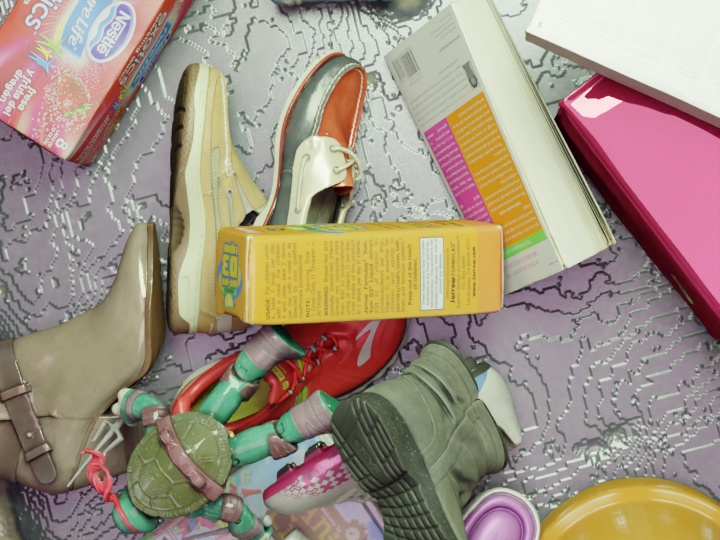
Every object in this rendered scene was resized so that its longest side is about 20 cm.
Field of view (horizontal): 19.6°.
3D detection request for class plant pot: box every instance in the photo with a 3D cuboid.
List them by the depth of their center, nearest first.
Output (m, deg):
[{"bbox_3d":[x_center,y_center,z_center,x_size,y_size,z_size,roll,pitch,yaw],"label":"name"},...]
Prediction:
[{"bbox_3d":[0.204,0.255,1.468,0.199,0.183,0.202,0,90,3],"label":"plant pot"}]

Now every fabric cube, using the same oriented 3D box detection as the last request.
[{"bbox_3d":[0.268,-0.089,1.460,0.200,0.196,0.200,-38,88,3],"label":"fabric cube"}]

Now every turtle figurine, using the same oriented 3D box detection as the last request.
[{"bbox_3d":[-0.110,0.132,1.463,0.200,0.101,0.150,-38,90,9],"label":"turtle figurine"}]

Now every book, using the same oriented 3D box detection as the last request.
[{"bbox_3d":[0.092,-0.087,1.503,0.048,0.134,0.201,-25,89,-24],"label":"book"}]

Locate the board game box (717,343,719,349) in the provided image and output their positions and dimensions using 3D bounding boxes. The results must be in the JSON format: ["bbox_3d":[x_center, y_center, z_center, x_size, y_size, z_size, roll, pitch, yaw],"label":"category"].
[{"bbox_3d":[0.357,-0.005,1.442,0.200,0.152,0.045,-37,88,-23],"label":"board game box"}]

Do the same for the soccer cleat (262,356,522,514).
[{"bbox_3d":[0.028,0.141,1.522,0.199,0.070,0.087,-29,87,-10],"label":"soccer cleat"}]

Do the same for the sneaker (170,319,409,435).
[{"bbox_3d":[-0.051,0.075,1.533,0.199,0.085,0.077,-31,89,3],"label":"sneaker"}]

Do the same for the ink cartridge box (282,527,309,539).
[{"bbox_3d":[-0.019,0.300,1.518,0.117,0.067,0.200,-44,88,1],"label":"ink cartridge box"}]

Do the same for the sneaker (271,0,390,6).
[{"bbox_3d":[0.003,-0.291,1.536,0.130,0.080,0.202,6,100,5],"label":"sneaker"}]

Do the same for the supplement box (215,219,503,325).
[{"bbox_3d":[0.000,0.000,1.477,0.199,0.066,0.069,-5,98,-25],"label":"supplement box"}]

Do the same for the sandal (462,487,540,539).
[{"bbox_3d":[0.063,0.241,1.471,0.082,0.050,0.204,26,75,-1],"label":"sandal"}]

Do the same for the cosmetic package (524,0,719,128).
[{"bbox_3d":[0.212,-0.146,1.343,0.199,0.051,0.083,25,88,5],"label":"cosmetic package"}]

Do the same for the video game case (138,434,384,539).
[{"bbox_3d":[-0.050,0.242,1.563,0.182,0.022,0.201,-35,88,2],"label":"video game case"}]

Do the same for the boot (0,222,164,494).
[{"bbox_3d":[-0.219,0.066,1.551,0.145,0.070,0.202,-1,89,5],"label":"boot"}]

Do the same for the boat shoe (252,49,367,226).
[{"bbox_3d":[-0.031,-0.061,1.527,0.062,0.071,0.201,17,87,40],"label":"boat shoe"}]

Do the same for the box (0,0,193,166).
[{"bbox_3d":[-0.194,-0.185,1.534,0.095,0.100,0.201,32,91,3],"label":"box"}]

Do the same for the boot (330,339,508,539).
[{"bbox_3d":[0.067,0.153,1.448,0.067,0.130,0.201,-20,93,42],"label":"boot"}]

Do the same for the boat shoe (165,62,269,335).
[{"bbox_3d":[-0.103,-0.052,1.552,0.076,0.072,0.202,2,100,-9],"label":"boat shoe"}]
